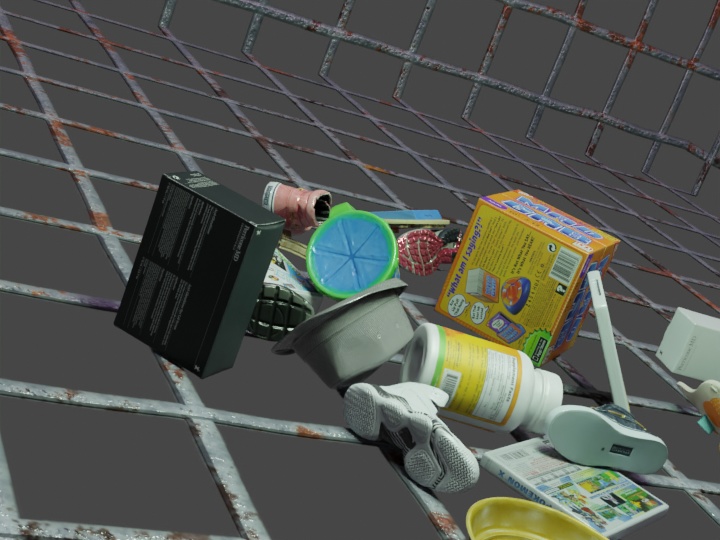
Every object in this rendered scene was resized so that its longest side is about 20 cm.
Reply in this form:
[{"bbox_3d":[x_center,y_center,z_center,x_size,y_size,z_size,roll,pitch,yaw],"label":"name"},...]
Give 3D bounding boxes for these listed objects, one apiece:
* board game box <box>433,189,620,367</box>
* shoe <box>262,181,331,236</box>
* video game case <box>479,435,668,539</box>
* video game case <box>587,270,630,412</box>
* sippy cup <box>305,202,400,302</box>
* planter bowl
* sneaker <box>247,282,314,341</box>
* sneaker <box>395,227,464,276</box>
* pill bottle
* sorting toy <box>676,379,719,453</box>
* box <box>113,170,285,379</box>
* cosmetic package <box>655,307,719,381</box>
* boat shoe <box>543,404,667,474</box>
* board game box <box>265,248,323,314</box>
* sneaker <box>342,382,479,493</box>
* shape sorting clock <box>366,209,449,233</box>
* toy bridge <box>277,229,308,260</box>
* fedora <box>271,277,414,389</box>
[{"bbox_3d":[0.273,0.007,2.058,0.198,0.202,0.199,28,18,20],"label":"board game box"},{"bbox_3d":[-0.087,-0.092,2.052,0.090,0.072,0.200,13,-7,15],"label":"shoe"},{"bbox_3d":[0.268,0.269,1.576,0.181,0.022,0.199,33,19,31],"label":"video game case"},{"bbox_3d":[0.372,0.120,1.888,0.023,0.203,0.182,-11,14,10],"label":"video game case"},{"bbox_3d":[0.000,0.000,1.843,0.138,0.180,0.130,15,-17,19],"label":"sippy cup"},{"bbox_3d":[0.179,0.312,1.231,0.198,0.084,0.201,21,17,-7],"label":"planter bowl"},{"bbox_3d":[-0.157,0.040,1.633,0.197,0.076,0.079,10,11,-13],"label":"sneaker"},{"bbox_3d":[0.107,-0.032,2.209,0.074,0.082,0.199,-2,2,34],"label":"sneaker"},{"bbox_3d":[0.158,0.148,1.647,0.198,0.112,0.111,18,17,-14],"label":"pill bottle"},{"bbox_3d":[0.587,0.222,1.990,0.198,0.108,0.180,15,11,-21],"label":"sorting toy"},{"bbox_3d":[-0.192,0.003,1.503,0.140,0.202,0.079,29,18,22],"label":"box"},{"bbox_3d":[0.641,0.146,2.261,0.198,0.103,0.071,15,19,-20],"label":"cosmetic package"},{"bbox_3d":[0.305,0.209,1.659,0.198,0.071,0.091,22,13,-28],"label":"boat shoe"},{"bbox_3d":[-0.154,-0.003,1.848,0.125,0.035,0.200,10,21,-37],"label":"board game box"},{"bbox_3d":[0.081,0.188,1.493,0.199,0.076,0.114,30,22,35],"label":"sneaker"},{"bbox_3d":[0.062,-0.087,2.276,0.197,0.040,0.200,-2,2,0],"label":"shape sorting clock"},{"bbox_3d":[-0.043,-0.018,2.042,0.198,0.028,0.067,17,18,-12],"label":"toy bridge"},{"bbox_3d":[-0.007,0.091,1.606,0.199,0.177,0.091,-23,78,-45],"label":"fedora"}]
